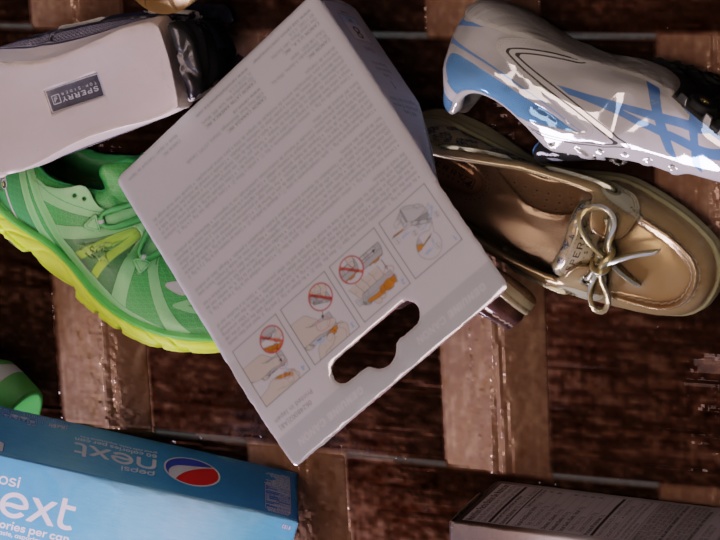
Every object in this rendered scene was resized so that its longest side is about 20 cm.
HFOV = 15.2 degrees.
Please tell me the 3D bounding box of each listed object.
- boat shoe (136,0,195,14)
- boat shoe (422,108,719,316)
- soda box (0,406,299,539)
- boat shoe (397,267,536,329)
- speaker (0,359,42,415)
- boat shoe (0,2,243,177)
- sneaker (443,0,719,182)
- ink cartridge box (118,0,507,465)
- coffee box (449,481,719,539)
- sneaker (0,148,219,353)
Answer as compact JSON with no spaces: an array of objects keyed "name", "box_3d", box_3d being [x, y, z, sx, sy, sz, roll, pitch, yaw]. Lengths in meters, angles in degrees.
[{"name":"boat shoe","box_3d":[-0.134,-0.236,1.459,0.071,0.069,0.200,-21,103,45]},{"name":"boat shoe","box_3d":[0.099,-0.024,1.457,0.200,0.063,0.073,22,112,16]},{"name":"soda box","box_3d":[-0.139,0.138,1.559,0.200,0.064,0.068,14,112,-7]},{"name":"boat shoe","box_3d":[0.000,0.000,1.490,0.200,0.072,0.072,23,87,20]},{"name":"speaker","box_3d":[-0.294,0.053,1.633,0.200,0.088,0.089,31,114,13]},{"name":"boat shoe","box_3d":[-0.159,-0.103,1.528,0.200,0.093,0.075,-9,100,26]},{"name":"sneaker","box_3d":[0.136,-0.080,1.422,0.200,0.072,0.073,24,112,19]},{"name":"ink cartridge box","box_3d":[-0.021,-0.021,1.441,0.160,0.047,0.200,-41,68,20]},{"name":"coffee box","box_3d":[0.154,0.190,1.482,0.200,0.080,0.115,5,106,22]},{"name":"sneaker","box_3d":[-0.133,-0.021,1.550,0.200,0.074,0.084,34,118,12]}]
